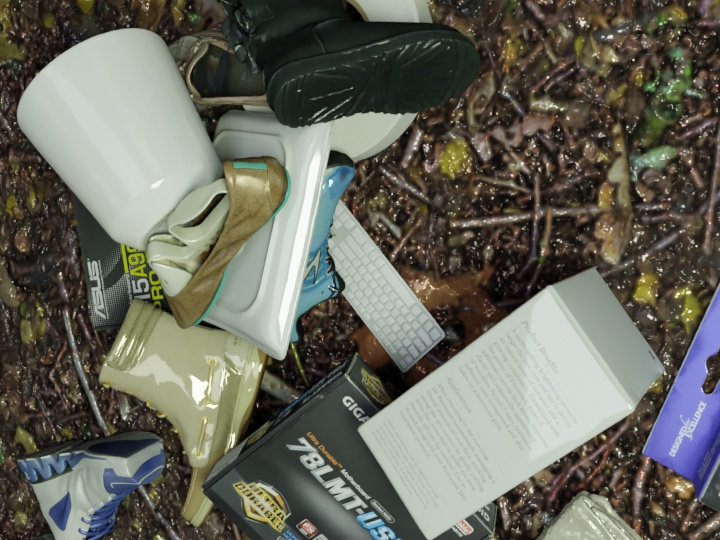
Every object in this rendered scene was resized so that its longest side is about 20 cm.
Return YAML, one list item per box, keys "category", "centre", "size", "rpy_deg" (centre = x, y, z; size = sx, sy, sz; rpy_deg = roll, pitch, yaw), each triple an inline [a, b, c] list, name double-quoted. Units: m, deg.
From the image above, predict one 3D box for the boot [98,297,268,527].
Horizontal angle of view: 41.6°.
- category: "boot"
  centre: [-0.187, 0.140, 0.938]
  size: [0.153, 0.073, 0.203]
  rpy_deg: [18, 101, -3]

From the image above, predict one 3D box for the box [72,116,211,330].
- category: "box"
  centre: [-0.218, -0.046, 0.979]
  size: [0.158, 0.044, 0.203]
  rpy_deg: [-6, 93, 26]

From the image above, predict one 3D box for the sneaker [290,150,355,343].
- category: "sneaker"
  centre: [-0.048, -0.018, 0.877]
  size: [0.089, 0.079, 0.202]
  rpy_deg: [23, 116, -10]

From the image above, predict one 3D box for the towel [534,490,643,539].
- category: "towel"
  centre: [0.182, 0.299, 0.824]
  size: [0.133, 0.034, 0.201]
  rpy_deg: [45, 113, 17]

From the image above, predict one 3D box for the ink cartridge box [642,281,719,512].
- category: "ink cartridge box"
  centre: [0.340, 0.108, 0.719]
  size: [0.198, 0.043, 0.201]
  rpy_deg: [26, 107, 23]

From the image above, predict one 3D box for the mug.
- category: "mug"
  centre: [-0.191, -0.102, 0.848]
  size: [0.149, 0.186, 0.154]
  rpy_deg: [-37, 79, 11]

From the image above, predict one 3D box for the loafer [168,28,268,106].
- category: "loafer"
  centre: [-0.128, -0.183, 0.867]
  size: [0.198, 0.063, 0.073]
  rpy_deg: [15, 107, 35]

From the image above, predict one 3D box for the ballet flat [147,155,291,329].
- category: "ballet flat"
  centre: [-0.134, -0.024, 0.792]
  size: [0.200, 0.072, 0.069]
  rpy_deg: [-47, 47, 38]

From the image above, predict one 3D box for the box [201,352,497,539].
- category: "box"
  centre: [-0.011, 0.207, 0.866]
  size: [0.198, 0.050, 0.200]
  rpy_deg: [-38, 100, 26]

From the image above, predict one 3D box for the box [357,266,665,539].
- category: "box"
  centre: [0.124, 0.102, 0.764]
  size: [0.199, 0.152, 0.107]
  rpy_deg: [-40, 78, 24]

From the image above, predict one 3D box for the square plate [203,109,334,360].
- category: "square plate"
  centre: [-0.103, -0.042, 0.840]
  size: [0.197, 0.028, 0.203]
  rpy_deg: [17, 95, 54]

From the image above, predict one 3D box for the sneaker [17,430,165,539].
- category: "sneaker"
  centre: [-0.284, 0.245, 1.032]
  size: [0.197, 0.080, 0.117]
  rpy_deg: [-12, 94, 34]

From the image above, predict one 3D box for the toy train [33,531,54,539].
- category: "toy train"
  centre: [-0.315, 0.384, 1.058]
  size: [0.198, 0.085, 0.115]
  rpy_deg: [30, 98, 20]

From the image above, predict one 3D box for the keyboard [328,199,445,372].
- category: "keyboard"
  centre: [0.000, 0.000, 0.895]
  size: [0.056, 0.011, 0.201]
  rpy_deg: [-43, 77, 24]

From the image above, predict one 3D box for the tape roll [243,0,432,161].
- category: "tape roll"
  centre: [-0.027, -0.201, 0.872]
  size: [0.200, 0.037, 0.206]
  rpy_deg: [3, 97, 27]

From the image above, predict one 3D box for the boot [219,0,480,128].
- category: "boot"
  centre: [-0.017, -0.201, 0.791]
  size: [0.074, 0.196, 0.164]
  rpy_deg: [97, 154, -49]
